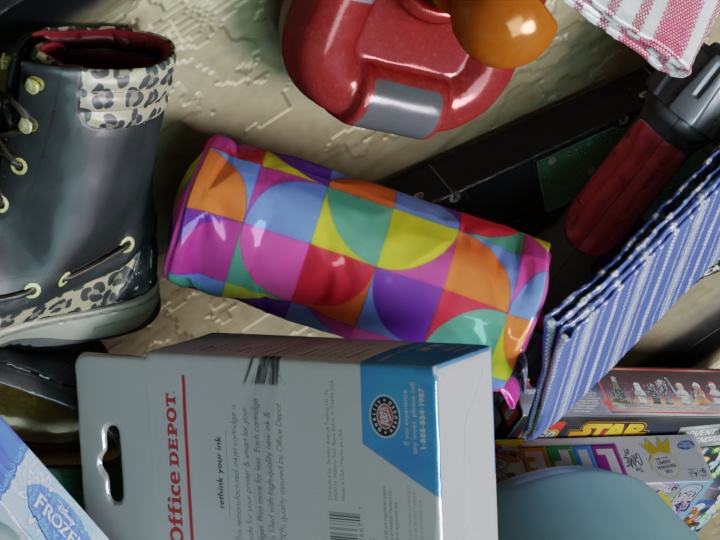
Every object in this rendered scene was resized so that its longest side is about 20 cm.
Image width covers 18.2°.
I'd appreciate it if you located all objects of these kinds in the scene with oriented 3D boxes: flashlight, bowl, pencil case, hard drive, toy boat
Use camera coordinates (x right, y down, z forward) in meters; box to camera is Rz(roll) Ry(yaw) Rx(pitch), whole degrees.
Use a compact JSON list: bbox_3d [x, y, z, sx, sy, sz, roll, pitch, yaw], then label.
[{"bbox_3d":[0.131,-0.033,1.183,0.068,0.068,0.200,23,111,-42],"label":"flashlight"},{"bbox_3d":[0.108,0.181,1.222,0.199,0.105,0.201,-13,144,-9],"label":"bowl"},{"bbox_3d":[0.000,0.000,1.124,0.199,0.089,0.089,21,115,-2],"label":"pencil case"},{"bbox_3d":[0.110,-0.024,1.247,0.199,0.038,0.140,-25,131,-9],"label":"hard drive"},{"bbox_3d":[0.053,-0.143,1.069,0.130,0.131,0.201,9,118,-32],"label":"toy boat"}]

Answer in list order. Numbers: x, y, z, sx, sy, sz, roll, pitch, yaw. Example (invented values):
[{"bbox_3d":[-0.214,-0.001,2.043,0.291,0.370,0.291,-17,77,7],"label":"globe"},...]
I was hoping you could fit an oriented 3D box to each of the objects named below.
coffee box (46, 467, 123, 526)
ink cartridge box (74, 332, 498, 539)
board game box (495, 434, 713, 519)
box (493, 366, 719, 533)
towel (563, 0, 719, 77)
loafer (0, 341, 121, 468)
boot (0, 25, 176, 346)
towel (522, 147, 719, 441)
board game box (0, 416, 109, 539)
[{"bbox_3d":[-0.107,0.138,1.204,0.199,0.044,0.123,2,161,-28],"label":"coffee box"},{"bbox_3d":[-0.036,0.092,1.090,0.067,0.199,0.117,-18,108,-61],"label":"ink cartridge box"},{"bbox_3d":[0.086,0.148,1.289,0.199,0.034,0.135,0,141,-25],"label":"board game box"},{"bbox_3d":[0.143,0.112,1.334,0.199,0.040,0.137,2,139,-29],"label":"box"},{"bbox_3d":[0.098,-0.197,1.013,0.199,0.030,0.147,30,74,-24],"label":"towel"},{"bbox_3d":[-0.209,0.066,1.118,0.199,0.072,0.073,-2,123,-27],"label":"loafer"},{"bbox_3d":[-0.181,-0.036,1.063,0.202,0.073,0.155,-7,124,-31],"label":"boot"},{"bbox_3d":[0.157,-0.006,1.179,0.200,0.024,0.145,-43,162,-20],"label":"towel"},{"bbox_3d":[-0.203,0.170,1.117,0.199,0.043,0.199,-20,120,32],"label":"board game box"}]
